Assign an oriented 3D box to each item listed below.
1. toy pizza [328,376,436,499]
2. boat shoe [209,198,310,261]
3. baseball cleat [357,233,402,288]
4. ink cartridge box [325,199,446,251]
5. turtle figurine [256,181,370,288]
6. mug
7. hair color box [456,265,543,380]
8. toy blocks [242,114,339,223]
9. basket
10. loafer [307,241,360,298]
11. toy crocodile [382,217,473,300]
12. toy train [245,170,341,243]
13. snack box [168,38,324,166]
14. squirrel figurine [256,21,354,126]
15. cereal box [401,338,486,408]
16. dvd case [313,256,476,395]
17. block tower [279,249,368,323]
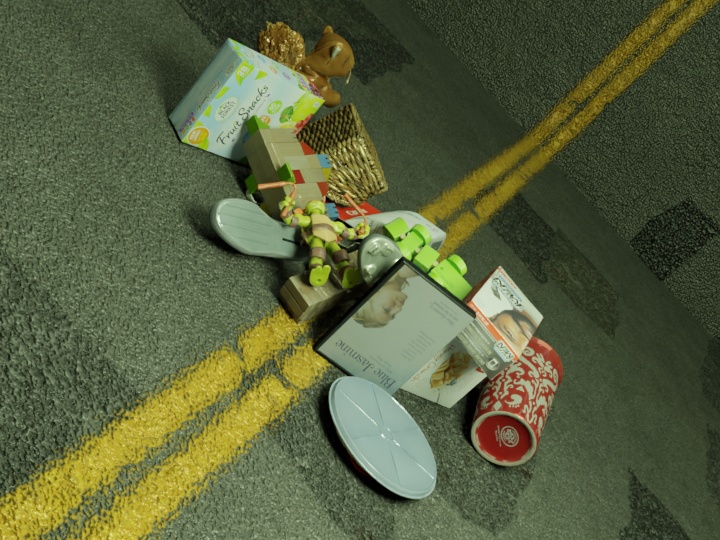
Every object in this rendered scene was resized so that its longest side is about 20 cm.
[{"bbox_3d":[0.026,0.232,1.449,0.199,0.032,0.201,38,23,-19],"label":"toy pizza"},{"bbox_3d":[-0.157,-0.050,1.551,0.199,0.066,0.075,26,68,-46],"label":"boat shoe"},{"bbox_3d":[0.032,-0.007,1.539,0.107,0.069,0.201,56,0,40],"label":"baseball cleat"},{"bbox_3d":[0.040,-0.094,1.902,0.199,0.057,0.162,40,23,18],"label":"ink cartridge box"},{"bbox_3d":[-0.064,-0.051,1.550,0.198,0.064,0.163,17,42,-36],"label":"turtle figurine"},{"bbox_3d":[0.266,0.230,1.730,0.178,0.133,0.200,49,32,-11],"label":"mug"},{"bbox_3d":[0.206,0.075,1.608,0.111,0.064,0.200,50,26,1],"label":"hair color box"},{"bbox_3d":[-0.100,-0.150,1.700,0.136,0.100,0.202,-9,71,-47],"label":"toy blocks"},{"bbox_3d":[-0.043,-0.188,1.920,0.144,0.147,0.201,62,7,-27],"label":"basket"},{"bbox_3d":[0.000,0.000,1.730,0.199,0.070,0.076,13,39,-53],"label":"loafer"},{"bbox_3d":[0.110,-0.012,1.741,0.200,0.062,0.067,43,66,14],"label":"toy crocodile"},{"bbox_3d":[-0.096,-0.107,1.756,0.199,0.056,0.151,37,24,-23],"label":"toy train"},{"bbox_3d":[-0.182,-0.262,1.711,0.199,0.169,0.068,16,33,-49],"label":"snack box"},{"bbox_3d":[-0.112,-0.383,2.006,0.199,0.187,0.142,32,27,-29],"label":"squirrel figurine"},{"bbox_3d":[0.118,0.133,1.625,0.199,0.144,0.040,25,31,-39],"label":"cereal box"},{"bbox_3d":[0.047,0.086,1.503,0.142,0.200,0.018,36,27,-19],"label":"dvd case"},{"bbox_3d":[-0.037,0.018,1.589,0.199,0.054,0.058,-21,68,-46],"label":"block tower"}]
